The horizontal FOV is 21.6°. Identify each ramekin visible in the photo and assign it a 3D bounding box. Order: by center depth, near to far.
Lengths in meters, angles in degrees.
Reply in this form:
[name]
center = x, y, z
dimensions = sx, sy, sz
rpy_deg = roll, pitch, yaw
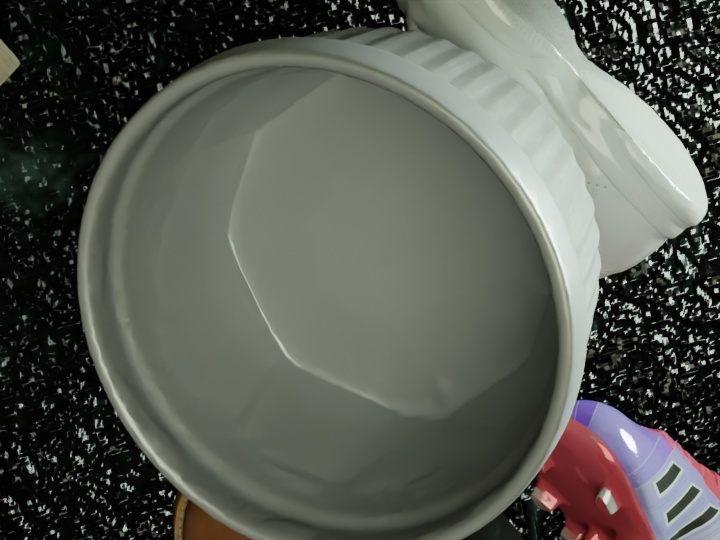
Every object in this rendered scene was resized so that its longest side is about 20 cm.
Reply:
[ramekin]
center = 0.000, 0.000, 0.734
dimensions = 0.198, 0.105, 0.202
rpy_deg = 8, 113, 19

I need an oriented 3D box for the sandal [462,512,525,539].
[sandal]
center = 0.088, 0.172, 0.798
dimensions = 0.200, 0.048, 0.076
rpy_deg = 46, 60, -28

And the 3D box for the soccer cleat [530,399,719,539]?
[soccer cleat]
center = 0.129, 0.102, 0.804
dimensions = 0.077, 0.066, 0.200
rpy_deg = -48, 136, -14

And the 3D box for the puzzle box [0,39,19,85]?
[puzzle box]
center = -0.229, -0.122, 0.698
dimensions = 0.200, 0.133, 0.025
rpy_deg = 50, 49, -16

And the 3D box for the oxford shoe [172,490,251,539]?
[oxford shoe]
center = -0.027, 0.177, 0.821
dimensions = 0.071, 0.071, 0.202
rpy_deg = -21, 104, -3

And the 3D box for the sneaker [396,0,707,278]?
[sneaker]
center = 0.051, -0.073, 0.783
dimensions = 0.088, 0.075, 0.200
rpy_deg = -37, 102, 25
